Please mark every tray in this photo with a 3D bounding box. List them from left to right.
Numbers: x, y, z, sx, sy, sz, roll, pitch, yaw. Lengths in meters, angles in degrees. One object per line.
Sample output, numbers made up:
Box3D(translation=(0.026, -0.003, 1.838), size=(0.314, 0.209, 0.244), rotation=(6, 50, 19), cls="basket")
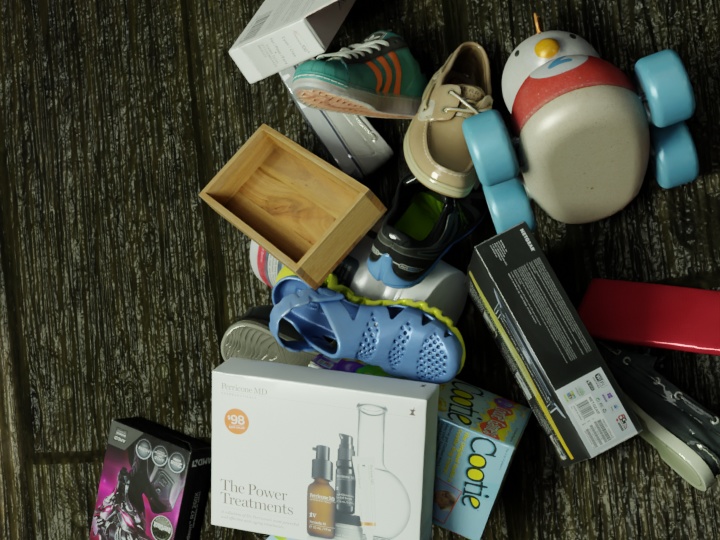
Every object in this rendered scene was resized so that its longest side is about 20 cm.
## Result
Box3D(translation=(-0.068, -0.065, 1.163), size=(0.099, 0.037, 0.200), rotation=(-49, 40, -5), cls="tray")

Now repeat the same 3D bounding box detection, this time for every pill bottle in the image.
Box3D(translation=(0.000, 0.000, 1.213), size=(0.200, 0.120, 0.120), rotation=(29, 104, 29), cls="pill bottle")

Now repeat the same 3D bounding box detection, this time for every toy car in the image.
Box3D(translation=(0.176, -0.159, 1.086), size=(0.184, 0.177, 0.200), rotation=(-19, 57, 7), cls="toy car")

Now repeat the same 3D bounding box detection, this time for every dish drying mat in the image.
Box3D(translation=(0.286, 0.044, 1.069), size=(0.200, 0.077, 0.018), rotation=(6, 134, 32), cls="dish drying mat")

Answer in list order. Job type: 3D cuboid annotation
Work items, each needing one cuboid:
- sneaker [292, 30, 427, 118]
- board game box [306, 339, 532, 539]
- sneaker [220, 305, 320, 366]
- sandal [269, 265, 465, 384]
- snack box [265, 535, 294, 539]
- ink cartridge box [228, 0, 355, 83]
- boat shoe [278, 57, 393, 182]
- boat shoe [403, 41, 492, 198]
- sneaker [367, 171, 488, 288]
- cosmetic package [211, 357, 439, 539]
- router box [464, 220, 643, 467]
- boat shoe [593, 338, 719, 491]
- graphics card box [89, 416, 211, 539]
Box3D(translation=(0.001, -0.191, 1.168), size=(0.071, 0.200, 0.080), rotation=(3, 92, 31), cls="sneaker")
Box3D(translation=(0.044, 0.153, 1.151), size=(0.200, 0.103, 0.105), rotation=(22, 109, 11), cls="board game box")
Box3D(translation=(-0.042, 0.097, 1.272), size=(0.200, 0.106, 0.075), rotation=(32, 108, -3), cls="sneaker")
Box3D(translation=(-0.003, 0.059, 1.110), size=(0.200, 0.087, 0.080), rotation=(17, 118, 18), cls="sandal")
Box3D(translation=(-0.039, 0.341, 1.259), size=(0.200, 0.068, 0.169), rotation=(-46, 67, 22), cls="snack box")
Box3D(translation=(-0.020, -0.277, 1.197), size=(0.176, 0.200, 0.045), rotation=(-18, 120, 31), cls="ink cartridge box")
Box3D(translation=(-0.031, -0.182, 1.275), size=(0.070, 0.071, 0.200), rotation=(-31, 67, -1), cls="boat shoe")
Box3D(translation=(0.086, -0.144, 1.127), size=(0.071, 0.200, 0.065), rotation=(20, 129, -10), cls="boat shoe")
Box3D(translation=(0.075, -0.065, 1.140), size=(0.071, 0.200, 0.083), rotation=(29, 140, 13), cls="sneaker")
Box3D(translation=(-0.034, 0.166, 1.097), size=(0.200, 0.052, 0.151), rotation=(6, 102, 16), cls="cosmetic package")
Box3D(translation=(0.162, 0.070, 1.075), size=(0.052, 0.157, 0.200), rotation=(-27, 79, -5), cls="router box")
Box3D(translation=(0.256, 0.105, 1.082), size=(0.066, 0.075, 0.199), rotation=(-38, 45, -7), cls="boat shoe")
Box3D(translation=(-0.242, 0.279, 1.398), size=(0.125, 0.051, 0.200), rotation=(17, 97, 31), cls="graphics card box")
